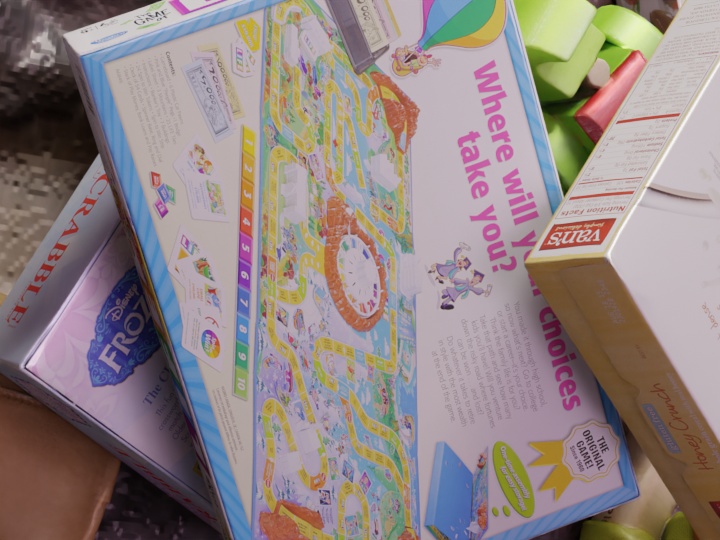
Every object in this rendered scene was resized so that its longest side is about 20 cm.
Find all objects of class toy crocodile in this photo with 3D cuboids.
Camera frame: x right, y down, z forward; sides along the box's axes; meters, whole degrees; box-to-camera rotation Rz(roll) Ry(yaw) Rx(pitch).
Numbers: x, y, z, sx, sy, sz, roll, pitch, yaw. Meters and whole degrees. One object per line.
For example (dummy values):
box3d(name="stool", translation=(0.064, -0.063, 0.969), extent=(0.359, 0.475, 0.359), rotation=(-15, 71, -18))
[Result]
box3d(name="toy crocodile", translation=(0.102, -0.023, 0.922), extent=(0.068, 0.062, 0.200), rotation=(-46, 118, -20))

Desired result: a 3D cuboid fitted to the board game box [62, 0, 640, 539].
box3d(name="board game box", translation=(0.000, 0.001, 0.851), extent=(0.134, 0.034, 0.201), rotation=(-19, 109, -9))

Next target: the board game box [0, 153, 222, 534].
box3d(name="board game box", translation=(0.000, 0.000, 0.920), extent=(0.199, 0.041, 0.201), rotation=(40, 75, -30))

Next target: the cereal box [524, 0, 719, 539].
box3d(name="cereal box", translation=(0.141, -0.020, 0.895), extent=(0.144, 0.039, 0.200), rotation=(54, 51, -30))

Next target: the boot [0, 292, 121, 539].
box3d(name="boot", translation=(-0.159, -0.001, 0.876), extent=(0.199, 0.066, 0.176), rotation=(24, 82, -34))

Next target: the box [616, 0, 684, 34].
box3d(name="box", translation=(0.120, -0.153, 1.079), extent=(0.041, 0.039, 0.201), rotation=(-20, 102, -35))

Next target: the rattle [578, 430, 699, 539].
box3d(name="rattle", translation=(0.195, 0.133, 1.080), extent=(0.200, 0.143, 0.131), rotation=(35, 53, -24))
